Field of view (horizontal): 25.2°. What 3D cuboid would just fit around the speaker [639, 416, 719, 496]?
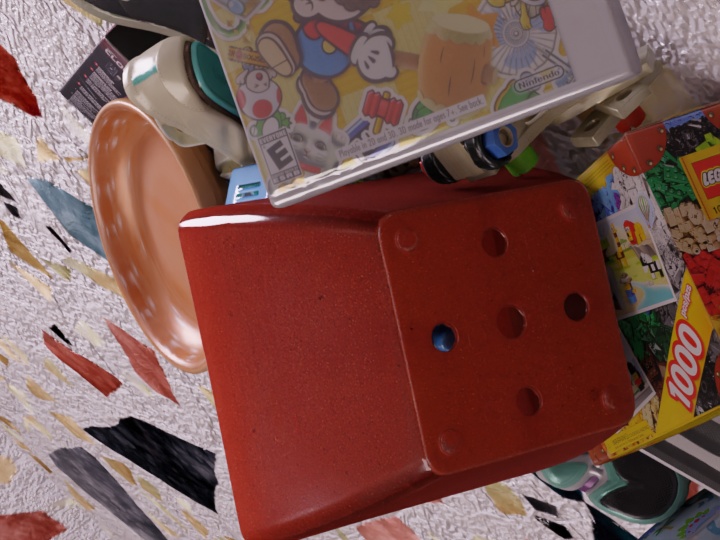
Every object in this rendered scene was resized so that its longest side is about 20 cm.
[{"bbox_3d":[0.256,0.114,1.040,0.200,0.081,0.081,30,156,24],"label":"speaker"}]

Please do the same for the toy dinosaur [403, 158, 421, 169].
[{"bbox_3d":[0.022,-0.100,1.005,0.136,0.102,0.200,27,139,-9],"label":"toy dinosaur"}]

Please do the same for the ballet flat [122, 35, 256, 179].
[{"bbox_3d":[-0.082,-0.092,1.042,0.069,0.070,0.200,23,173,36],"label":"ballet flat"}]

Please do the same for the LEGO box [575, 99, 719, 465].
[{"bbox_3d":[0.171,0.013,0.912,0.149,0.077,0.200,67,160,11],"label":"LEGO box"}]

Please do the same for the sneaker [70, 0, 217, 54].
[{"bbox_3d":[-0.124,-0.208,1.046,0.200,0.075,0.106,24,150,14],"label":"sneaker"}]

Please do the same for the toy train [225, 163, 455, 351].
[{"bbox_3d":[0.000,0.000,1.030,0.200,0.115,0.087,14,174,-26],"label":"toy train"}]

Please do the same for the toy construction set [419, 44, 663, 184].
[{"bbox_3d":[0.061,-0.125,0.849,0.200,0.131,0.092,40,144,-10],"label":"toy construction set"}]

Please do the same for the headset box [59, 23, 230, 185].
[{"bbox_3d":[-0.130,-0.126,1.191,0.149,0.075,0.200,44,162,-10],"label":"headset box"}]

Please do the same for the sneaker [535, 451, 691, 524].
[{"bbox_3d":[0.152,0.117,1.182,0.200,0.078,0.140,33,-171,16],"label":"sneaker"}]

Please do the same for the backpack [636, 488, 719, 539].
[{"bbox_3d":[0.259,0.232,1.130,0.147,0.183,0.200,51,166,11],"label":"backpack"}]

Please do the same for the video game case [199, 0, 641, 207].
[{"bbox_3d":[0.013,-0.146,0.775,0.200,0.023,0.182,-19,91,26],"label":"video game case"}]

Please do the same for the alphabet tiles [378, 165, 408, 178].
[{"bbox_3d":[-0.035,-0.141,1.120,0.200,0.006,0.166,42,158,-4],"label":"alphabet tiles"}]

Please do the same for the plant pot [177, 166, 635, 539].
[{"bbox_3d":[0.039,0.037,0.901,0.176,0.200,0.200,-14,87,61],"label":"plant pot"}]

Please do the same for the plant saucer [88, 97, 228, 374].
[{"bbox_3d":[-0.132,-0.027,1.134,0.200,0.037,0.200,40,140,45],"label":"plant saucer"}]
